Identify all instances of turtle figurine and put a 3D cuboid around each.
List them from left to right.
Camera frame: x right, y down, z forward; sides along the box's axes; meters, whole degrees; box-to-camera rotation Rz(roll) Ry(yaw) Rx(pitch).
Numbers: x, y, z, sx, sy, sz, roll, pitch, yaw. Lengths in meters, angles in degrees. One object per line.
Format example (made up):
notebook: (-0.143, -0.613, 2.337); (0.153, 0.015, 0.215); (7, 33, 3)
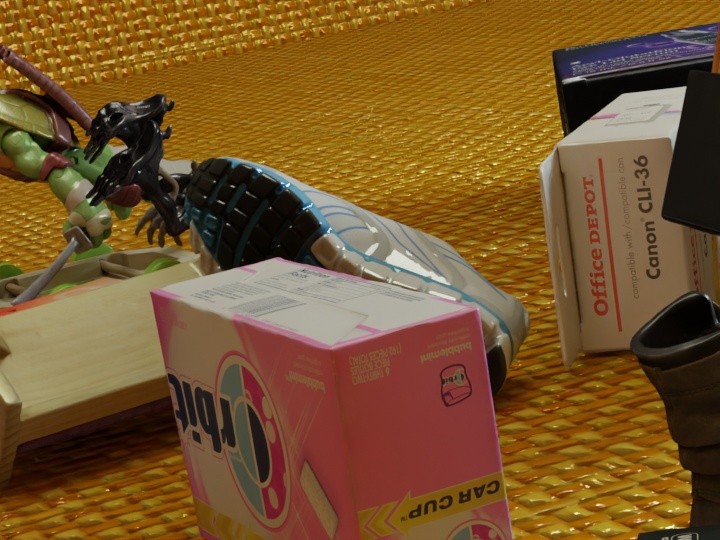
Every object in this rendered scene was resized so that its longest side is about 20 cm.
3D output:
turtle figurine: (-0.216, -0.038, 1.547); (0.193, 0.201, 0.144); (6, -27, -45)

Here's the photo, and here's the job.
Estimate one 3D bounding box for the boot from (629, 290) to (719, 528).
boot: (0.191, 0.051, 0.779); (0.199, 0.132, 0.070); (-16, 12, -27)

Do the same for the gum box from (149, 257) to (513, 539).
gum box: (-0.017, 0.065, 0.937); (0.066, 0.114, 0.200); (-14, 12, -23)

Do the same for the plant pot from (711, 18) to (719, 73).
plant pot: (0.292, -0.118, 1.448); (0.139, 0.201, 0.200); (8, 14, 8)

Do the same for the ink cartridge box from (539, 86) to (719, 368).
ink cartridge box: (0.157, -0.026, 1.250); (0.067, 0.117, 0.200); (-4, 13, 22)

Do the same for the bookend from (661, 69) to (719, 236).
bookend: (0.227, -0.045, 1.165); (0.199, 0.093, 0.199); (8, 6, -25)

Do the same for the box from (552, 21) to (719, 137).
box: (0.219, -0.112, 1.663); (0.147, 0.105, 0.200); (-10, 11, 4)

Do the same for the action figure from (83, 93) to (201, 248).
action figure: (-0.097, -0.025, 1.461); (0.102, 0.200, 0.119); (-41, 38, 12)

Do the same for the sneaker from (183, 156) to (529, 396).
sneaker: (0.000, 0.000, 1.197); (0.200, 0.075, 0.087); (32, 28, 12)

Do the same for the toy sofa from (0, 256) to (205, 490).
toy sofa: (-0.126, 0.051, 1.209); (0.199, 0.098, 0.083); (-17, 51, -33)

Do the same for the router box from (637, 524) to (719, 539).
router box: (0.150, 0.122, 0.633); (0.149, 0.062, 0.200); (-7, 11, 9)

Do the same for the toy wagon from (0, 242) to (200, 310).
toy wagon: (-0.208, 0.018, 1.547); (0.199, 0.040, 0.155); (-16, 12, -24)

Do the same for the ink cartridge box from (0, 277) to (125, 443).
ink cartridge box: (-0.162, 0.049, 1.326); (0.162, 0.050, 0.200); (-18, 11, -35)
